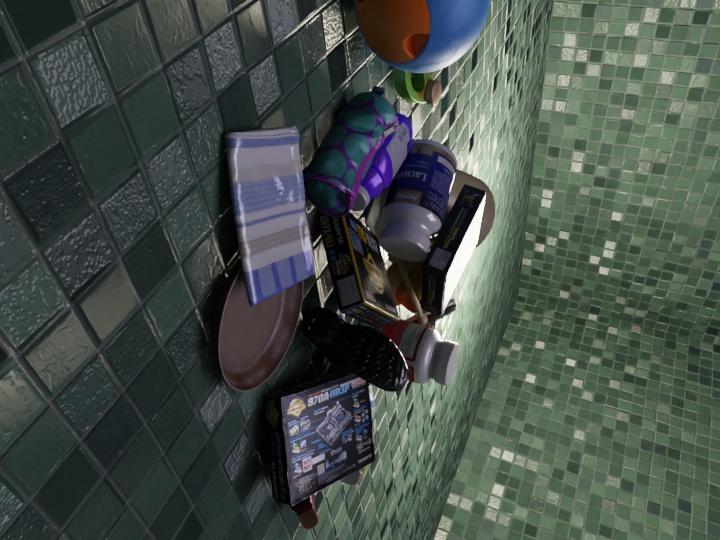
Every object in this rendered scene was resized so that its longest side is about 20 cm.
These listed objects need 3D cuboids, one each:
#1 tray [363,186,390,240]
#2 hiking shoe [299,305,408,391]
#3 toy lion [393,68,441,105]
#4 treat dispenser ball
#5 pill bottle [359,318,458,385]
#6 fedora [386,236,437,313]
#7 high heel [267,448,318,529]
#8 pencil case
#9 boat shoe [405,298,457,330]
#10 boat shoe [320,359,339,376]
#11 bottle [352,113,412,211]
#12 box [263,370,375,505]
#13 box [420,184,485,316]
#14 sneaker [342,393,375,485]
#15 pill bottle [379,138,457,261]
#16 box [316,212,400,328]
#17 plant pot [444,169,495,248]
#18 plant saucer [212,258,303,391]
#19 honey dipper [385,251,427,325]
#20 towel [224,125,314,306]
[{"bbox_3d":[0.049,-0.158,1.126,0.108,0.022,0.204,54,53,-62],"label":"tray"},{"bbox_3d":[-0.002,0.130,0.928,0.076,0.198,0.101,-51,153,-16],"label":"hiking shoe"},{"bbox_3d":[0.097,-0.414,1.058,0.190,0.067,0.205,-12,114,-59],"label":"toy lion"},{"bbox_3d":[0.087,-0.392,0.843,0.200,0.197,0.206,14,90,-68],"label":"treat dispenser ball"},{"bbox_3d":[0.093,0.161,1.183,0.112,0.196,0.115,-47,145,-49],"label":"pill bottle"},{"bbox_3d":[0.128,0.023,1.240,0.198,0.082,0.203,-28,148,-19],"label":"fedora"},{"bbox_3d":[-0.121,0.333,0.983,0.066,0.096,0.205,-17,114,-15],"label":"high heel"},{"bbox_3d":[-0.012,-0.176,0.871,0.202,0.090,0.086,-62,155,-30],"label":"pencil case"},{"bbox_3d":[0.130,0.126,1.261,0.067,0.196,0.074,63,19,3],"label":"boat shoe"},{"bbox_3d":[-0.053,0.228,1.019,0.071,0.061,0.205,112,-4,-82],"label":"boat shoe"},{"bbox_3d":[0.029,-0.184,1.002,0.085,0.064,0.202,76,34,-46],"label":"bottle"},{"bbox_3d":[-0.059,0.254,0.932,0.198,0.045,0.164,-9,96,-48],"label":"box"},{"bbox_3d":[0.176,-0.036,1.117,0.202,0.050,0.159,-59,161,-27],"label":"box"},{"bbox_3d":[0.000,0.340,1.223,0.105,0.074,0.205,-28,127,-63],"label":"sneaker"},{"bbox_3d":[0.105,-0.128,1.083,0.116,0.113,0.204,57,46,-61],"label":"pill bottle"},{"bbox_3d":[0.000,0.000,0.961,0.200,0.048,0.163,35,37,-67],"label":"box"},{"bbox_3d":[0.168,-0.148,1.261,0.199,0.184,0.192,21,84,-54],"label":"plant pot"},{"bbox_3d":[-0.137,0.056,0.775,0.200,0.031,0.205,-46,143,-52],"label":"plant saucer"},{"bbox_3d":[0.093,0.024,1.163,0.038,0.037,0.204,-47,122,-50],"label":"honey dipper"},{"bbox_3d":[-0.107,-0.073,0.727,0.146,0.023,0.206,-27,114,-62],"label":"towel"}]
